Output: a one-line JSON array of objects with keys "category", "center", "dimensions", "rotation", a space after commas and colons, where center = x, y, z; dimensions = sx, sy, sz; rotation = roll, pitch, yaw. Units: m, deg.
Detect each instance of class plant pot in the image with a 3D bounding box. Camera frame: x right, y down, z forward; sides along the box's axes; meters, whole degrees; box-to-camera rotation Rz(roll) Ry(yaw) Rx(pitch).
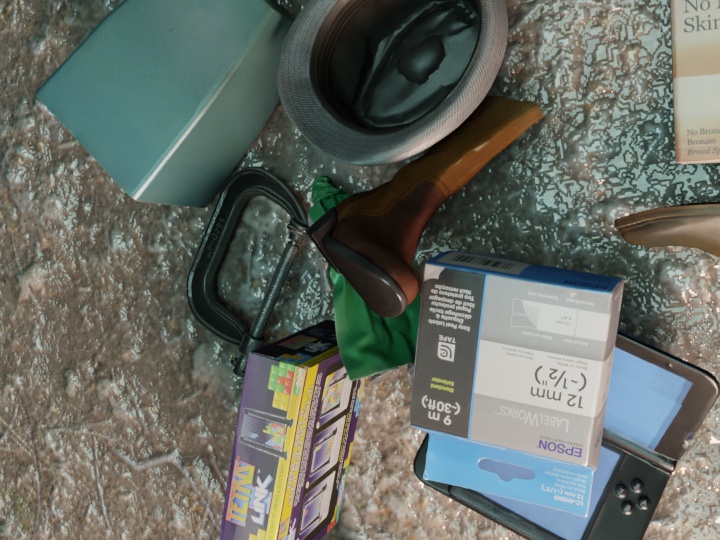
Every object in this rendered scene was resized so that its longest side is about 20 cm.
[{"category": "plant pot", "center": [-0.155, -0.180, 0.825], "dimensions": [0.141, 0.141, 0.200], "rotation": [46, 102, 11]}]

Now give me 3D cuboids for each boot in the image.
[{"category": "boot", "center": [0.300, -0.006, 0.694], "dimensions": [0.200, 0.075, 0.097], "rotation": [-1, 93, 20]}, {"category": "boot", "center": [0.064, -0.057, 0.699], "dimensions": [0.200, 0.188, 0.069], "rotation": [-37, 104, -3]}]

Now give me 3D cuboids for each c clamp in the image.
[{"category": "c clamp", "center": [-0.098, 0.007, 0.868], "dimensions": [0.171, 0.027, 0.200], "rotation": [27, 105, 33]}]

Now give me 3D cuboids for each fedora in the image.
[{"category": "fedora", "center": [0.036, -0.176, 0.763], "dimensions": [0.177, 0.090, 0.200], "rotation": [44, 99, 19]}]

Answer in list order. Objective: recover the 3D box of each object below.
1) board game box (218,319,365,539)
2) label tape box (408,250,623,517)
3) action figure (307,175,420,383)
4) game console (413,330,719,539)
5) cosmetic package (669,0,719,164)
[{"category": "board game box", "center": [-0.056, 0.157, 0.803], "dimensions": [0.057, 0.165, 0.200], "rotation": [14, 100, 19]}, {"category": "label tape box", "center": [0.116, 0.095, 0.701], "dimensions": [0.143, 0.066, 0.200], "rotation": [10, 102, 21]}, {"category": "action figure", "center": [0.000, 0.000, 0.808], "dimensions": [0.055, 0.118, 0.200], "rotation": [-45, 61, 48]}, {"category": "game console", "center": [0.158, 0.132, 0.735], "dimensions": [0.200, 0.118, 0.171], "rotation": [25, 77, 18]}, {"category": "cosmetic package", "center": [0.286, -0.182, 0.673], "dimensions": [0.103, 0.087, 0.200], "rotation": [-3, 95, 23]}]
